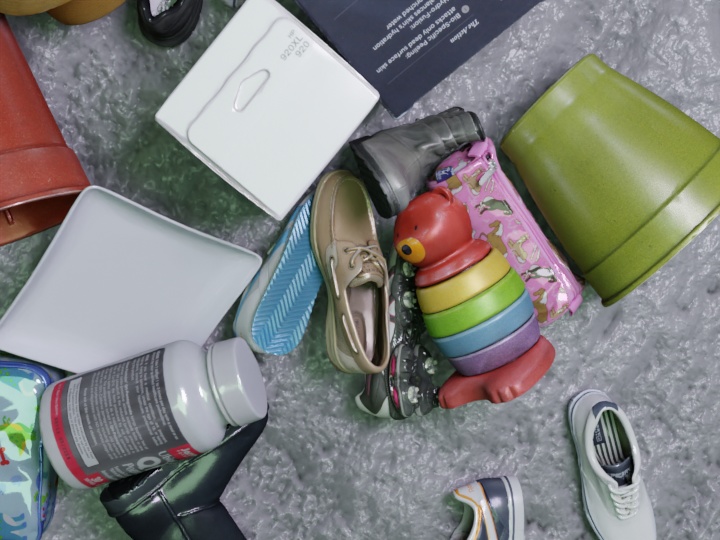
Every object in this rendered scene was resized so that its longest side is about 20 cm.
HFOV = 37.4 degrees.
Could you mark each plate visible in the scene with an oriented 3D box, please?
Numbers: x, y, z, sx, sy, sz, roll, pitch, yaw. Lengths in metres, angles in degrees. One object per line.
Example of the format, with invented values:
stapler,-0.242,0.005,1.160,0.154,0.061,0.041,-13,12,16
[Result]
plate,-0.228,0.022,1.041,0.199,0.032,0.200,24,114,-35

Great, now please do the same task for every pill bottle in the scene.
pill bottle,-0.196,0.132,1.026,0.199,0.111,0.111,-19,97,8

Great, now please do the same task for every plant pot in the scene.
plant pot,0.248,-0.103,1.053,0.200,0.200,0.193,-44,85,1
plant pot,-0.371,-0.129,0.994,0.200,0.201,0.196,-21,90,-2

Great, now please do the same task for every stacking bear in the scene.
stacking bear,0.099,0.017,1.032,0.114,0.121,0.201,-34,100,-35

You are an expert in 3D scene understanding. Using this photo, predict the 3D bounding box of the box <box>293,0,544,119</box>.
box,0.042,-0.289,0.991,0.196,0.118,0.200,-37,120,13

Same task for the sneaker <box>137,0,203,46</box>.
sneaker,-0.168,-0.319,1.034,0.075,0.091,0.201,14,93,-4

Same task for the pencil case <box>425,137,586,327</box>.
pencil case,0.150,-0.036,1.089,0.083,0.087,0.200,-33,100,11

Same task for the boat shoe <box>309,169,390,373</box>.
boat shoe,0.000,0.000,1.036,0.071,0.064,0.201,-8,92,-32

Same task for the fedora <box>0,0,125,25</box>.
fedora,-0.266,-0.298,1.009,0.200,0.201,0.082,-33,141,0

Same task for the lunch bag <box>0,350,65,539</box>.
lunch bag,-0.387,0.182,1.073,0.160,0.082,0.201,7,94,-3

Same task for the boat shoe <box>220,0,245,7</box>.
boat shoe,-0.067,-0.340,1.053,0.070,0.071,0.201,31,86,-4

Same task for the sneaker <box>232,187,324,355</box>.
sneaker,-0.066,-0.008,1.081,0.076,0.081,0.201,39,70,-23

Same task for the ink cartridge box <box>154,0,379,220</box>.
ink cartridge box,-0.086,-0.150,1.002,0.144,0.200,0.147,39,92,-7

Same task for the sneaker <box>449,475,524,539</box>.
sneaker,0.134,0.322,1.132,0.079,0.078,0.201,-3,85,-9

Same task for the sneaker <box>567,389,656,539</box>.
sneaker,0.270,0.227,1.135,0.073,0.071,0.201,-22,97,-2

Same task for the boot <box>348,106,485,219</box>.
boot,0.060,-0.118,1.020,0.130,0.200,0.068,-22,107,2

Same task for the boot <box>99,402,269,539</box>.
boot,-0.147,0.244,1.103,0.200,0.076,0.169,-36,110,-15

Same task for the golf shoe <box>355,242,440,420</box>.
golf shoe,0.033,0.052,1.094,0.077,0.088,0.201,22,67,-46
